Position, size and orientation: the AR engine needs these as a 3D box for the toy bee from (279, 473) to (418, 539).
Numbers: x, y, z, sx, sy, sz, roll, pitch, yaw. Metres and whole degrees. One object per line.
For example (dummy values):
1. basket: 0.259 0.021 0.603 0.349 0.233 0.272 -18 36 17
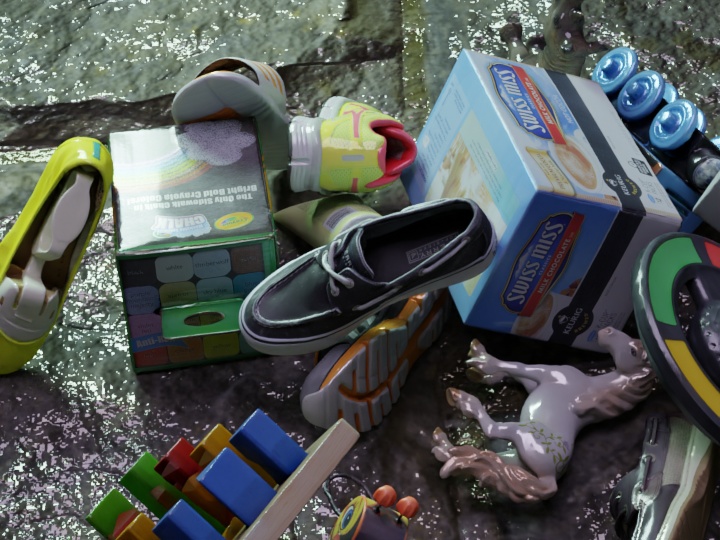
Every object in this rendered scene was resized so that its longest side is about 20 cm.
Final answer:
1. toy bee: -0.009 0.193 1.511 0.131 0.109 0.200 9 52 -28

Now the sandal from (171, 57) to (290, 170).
1. sandal: -0.095 -0.135 1.854 0.079 0.207 0.059 -13 72 16

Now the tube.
1. tube: -0.015 -0.035 1.803 0.058 0.052 0.200 29 3 -18

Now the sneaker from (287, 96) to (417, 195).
1. sneaker: 0.005 -0.094 1.814 0.090 0.078 0.200 1 12 13

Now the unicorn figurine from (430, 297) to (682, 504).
1. unicorn figurine: 0.137 0.096 1.666 0.137 0.074 0.200 19 59 11

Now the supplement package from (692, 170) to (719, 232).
1. supplement package: 0.374 -0.047 1.711 0.200 0.117 0.117 38 51 4

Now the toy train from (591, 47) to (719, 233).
1. toy train: 0.223 -0.100 1.848 0.114 0.087 0.200 -48 35 8

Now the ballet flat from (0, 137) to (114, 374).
1. ballet flat: -0.241 -0.007 1.724 0.067 0.200 0.067 23 8 -21

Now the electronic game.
1. electronic game: 0.270 0.058 1.635 0.200 0.042 0.200 29 39 -26

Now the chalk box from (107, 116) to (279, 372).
1. chalk box: -0.126 -0.007 1.760 0.124 0.124 0.200 -6 42 -4

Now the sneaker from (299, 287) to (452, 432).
1. sneaker: -0.001 0.054 1.718 0.077 0.078 0.200 15 34 21

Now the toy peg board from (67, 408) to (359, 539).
1. toy peg board: -0.127 0.176 1.474 0.098 0.199 0.200 41 51 -2

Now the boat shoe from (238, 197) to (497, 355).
1. boat shoe: 0.000 0.000 1.638 0.199 0.068 0.072 -19 66 8

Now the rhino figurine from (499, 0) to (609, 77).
1. rhino figurine: 0.145 -0.159 1.870 0.060 0.200 0.088 1 53 -29

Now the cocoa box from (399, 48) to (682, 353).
1. cocoa box: 0.133 -0.055 1.751 0.131 0.134 0.200 12 33 -25

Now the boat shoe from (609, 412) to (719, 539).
1. boat shoe: 0.204 0.167 1.573 0.065 0.072 0.200 6 38 19
